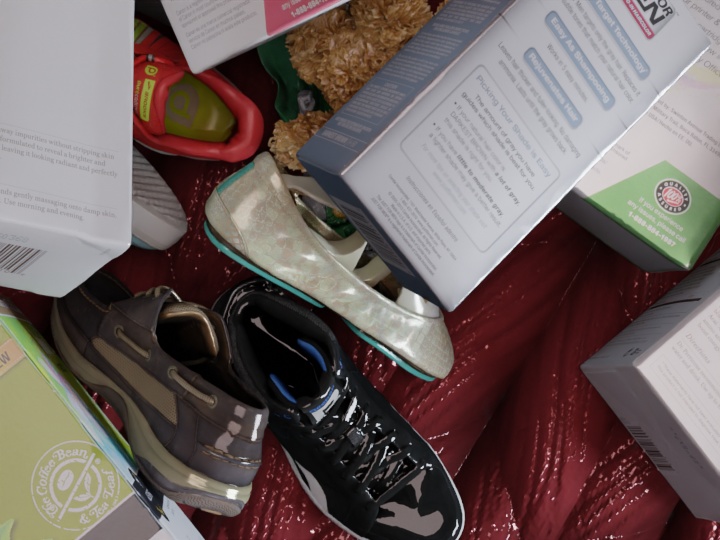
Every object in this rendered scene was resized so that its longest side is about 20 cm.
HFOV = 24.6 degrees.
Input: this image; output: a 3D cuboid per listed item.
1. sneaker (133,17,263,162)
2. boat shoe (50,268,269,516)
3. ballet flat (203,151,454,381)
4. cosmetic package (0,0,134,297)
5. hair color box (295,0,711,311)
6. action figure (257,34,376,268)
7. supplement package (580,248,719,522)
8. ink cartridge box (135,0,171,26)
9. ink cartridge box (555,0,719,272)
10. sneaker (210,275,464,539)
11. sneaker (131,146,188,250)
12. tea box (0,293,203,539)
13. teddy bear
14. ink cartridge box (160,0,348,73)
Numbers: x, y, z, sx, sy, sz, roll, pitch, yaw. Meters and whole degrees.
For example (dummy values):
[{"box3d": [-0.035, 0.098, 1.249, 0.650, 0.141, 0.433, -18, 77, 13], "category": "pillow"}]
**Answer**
[{"box3d": [-0.133, -0.111, 0.894, 0.199, 0.085, 0.078, 18, 96, -38], "category": "sneaker"}, {"box3d": [-0.101, 0.048, 0.888, 0.074, 0.200, 0.074, 21, 108, -45], "category": "boat shoe"}, {"box3d": [0.000, 0.000, 0.913, 0.062, 0.068, 0.199, -47, 130, 13], "category": "ballet flat"}, {"box3d": [-0.169, -0.102, 0.764, 0.112, 0.081, 0.202, 13, 65, -33], "category": "cosmetic package"}, {"box3d": [0.075, -0.088, 0.843, 0.200, 0.061, 0.099, -45, 117, -8], "category": "hair color box"}, {"box3d": [-0.007, -0.098, 0.969, 0.117, 0.055, 0.202, -7, 92, -11], "category": "action figure"}, {"box3d": [0.250, 0.039, 0.958, 0.199, 0.120, 0.122, -38, 91, -8], "category": "supplement package"}, {"box3d": [-0.143, -0.235, 0.901, 0.199, 0.083, 0.146, 22, 83, -35], "category": "ink cartridge box"}, {"box3d": [0.178, -0.121, 0.975, 0.145, 0.087, 0.201, 34, 86, -5], "category": "ink cartridge box"}, {"box3d": [-0.014, 0.091, 0.924, 0.073, 0.112, 0.200, -43, 92, -6], "category": "sneaker"}, {"box3d": [-0.195, -0.059, 0.941, 0.199, 0.074, 0.082, 34, 112, -9], "category": "sneaker"}, {"box3d": [-0.183, 0.124, 0.855, 0.133, 0.200, 0.197, -40, 93, -7], "category": "tea box"}, {"box3d": [0.012, -0.106, 0.898, 0.143, 0.067, 0.202, -7, 102, 9], "category": "teddy bear"}, {"box3d": [-0.058, -0.218, 0.796, 0.085, 0.145, 0.201, -31, 100, -39], "category": "ink cartridge box"}]
